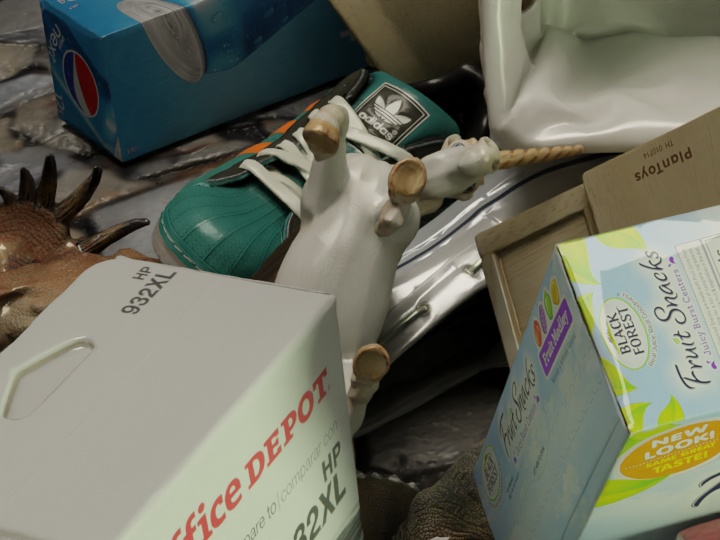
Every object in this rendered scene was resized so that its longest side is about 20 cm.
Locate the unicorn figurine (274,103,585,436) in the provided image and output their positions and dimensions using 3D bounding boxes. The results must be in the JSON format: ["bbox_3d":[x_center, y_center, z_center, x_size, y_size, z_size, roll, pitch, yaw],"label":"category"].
[{"bbox_3d":[0.000,0.000,1.038,0.074,0.137,0.200,32,78,7],"label":"unicorn figurine"}]

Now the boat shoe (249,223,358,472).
[{"bbox_3d":[-0.030,0.056,1.103,0.200,0.076,0.072,-54,7,-26],"label":"boat shoe"}]

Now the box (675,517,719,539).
[{"bbox_3d":[0.206,0.128,0.892,0.199,0.128,0.109,-14,31,-14],"label":"box"}]

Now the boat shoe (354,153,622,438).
[{"bbox_3d":[0.052,0.012,1.195,0.200,0.074,0.067,-31,51,-19],"label":"boat shoe"}]

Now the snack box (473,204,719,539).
[{"bbox_3d":[0.146,0.031,0.913,0.199,0.169,0.068,-15,66,-15],"label":"snack box"}]

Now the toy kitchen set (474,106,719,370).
[{"bbox_3d":[0.185,0.036,1.127,0.200,0.180,0.164,-26,66,27],"label":"toy kitchen set"}]

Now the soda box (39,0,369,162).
[{"bbox_3d":[-0.050,-0.123,1.431,0.199,0.068,0.064,-24,34,-26],"label":"soda box"}]

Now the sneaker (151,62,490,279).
[{"bbox_3d":[-0.010,-0.043,1.223,0.071,0.080,0.200,42,32,13],"label":"sneaker"}]

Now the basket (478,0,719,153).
[{"bbox_3d":[0.140,-0.124,1.192,0.199,0.136,0.123,-3,10,-4],"label":"basket"}]

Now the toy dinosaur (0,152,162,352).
[{"bbox_3d":[-0.107,0.017,1.198,0.199,0.086,0.135,17,30,26],"label":"toy dinosaur"}]

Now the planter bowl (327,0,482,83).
[{"bbox_3d":[0.052,-0.140,1.347,0.135,0.200,0.200,-37,33,3],"label":"planter bowl"}]

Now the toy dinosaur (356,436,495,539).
[{"bbox_3d":[0.063,0.086,1.010,0.199,0.077,0.102,-29,60,1],"label":"toy dinosaur"}]

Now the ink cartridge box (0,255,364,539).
[{"bbox_3d":[-0.061,0.119,0.889,0.083,0.201,0.145,9,33,25],"label":"ink cartridge box"}]
